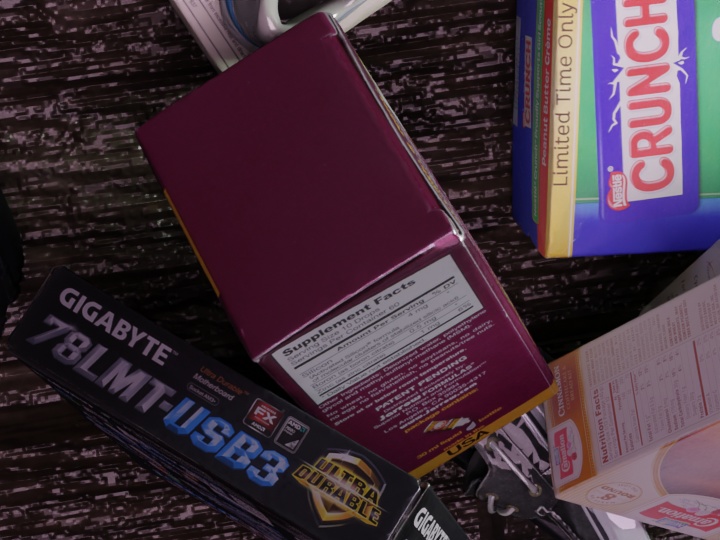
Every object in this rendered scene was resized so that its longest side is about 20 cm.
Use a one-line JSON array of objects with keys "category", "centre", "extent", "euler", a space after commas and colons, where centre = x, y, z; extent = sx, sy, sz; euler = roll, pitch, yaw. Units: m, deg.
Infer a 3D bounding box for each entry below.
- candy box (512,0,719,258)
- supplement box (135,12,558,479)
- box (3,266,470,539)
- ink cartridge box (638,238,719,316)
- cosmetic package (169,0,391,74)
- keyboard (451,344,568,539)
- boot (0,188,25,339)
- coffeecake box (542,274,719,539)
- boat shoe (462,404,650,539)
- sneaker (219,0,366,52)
[{"category": "candy box", "centre": [0.180, -0.101, 1.018], "extent": [0.198, 0.077, 0.171], "euler": [-3, 108, -8]}, {"category": "supplement box", "centre": [0.000, 0.000, 0.916], "extent": [0.103, 0.131, 0.200], "euler": [-31, 151, 3]}, {"category": "box", "centre": [-0.043, 0.092, 0.927], "extent": [0.199, 0.199, 0.050], "euler": [28, 79, 21]}, {"category": "ink cartridge box", "centre": [0.267, 0.011, 1.016], "extent": [0.198, 0.176, 0.045], "euler": [7, 59, -20]}, {"category": "cosmetic package", "centre": [-0.006, -0.181, 0.965], "extent": [0.199, 0.071, 0.106], "euler": [-33, 108, 0]}, {"category": "keyboard", "centre": [0.042, 0.079, 1.073], "extent": [0.200, 0.021, 0.127], "euler": [38, 95, -17]}, {"category": "boot", "centre": [-0.194, -0.063, 0.946], "extent": [0.073, 0.199, 0.163], "euler": [2, 137, 18]}, {"category": "coffeecake box", "centre": [0.210, 0.059, 0.971], "extent": [0.153, 0.074, 0.200], "euler": [18, 145, -37]}, {"category": "boat shoe", "centre": [0.081, 0.092, 1.047], "extent": [0.071, 0.072, 0.201], "euler": [-35, 96, 2]}, {"category": "sneaker", "centre": [0.017, -0.171, 0.890], "extent": [0.075, 0.087, 0.201], "euler": [35, 95, -15]}]
